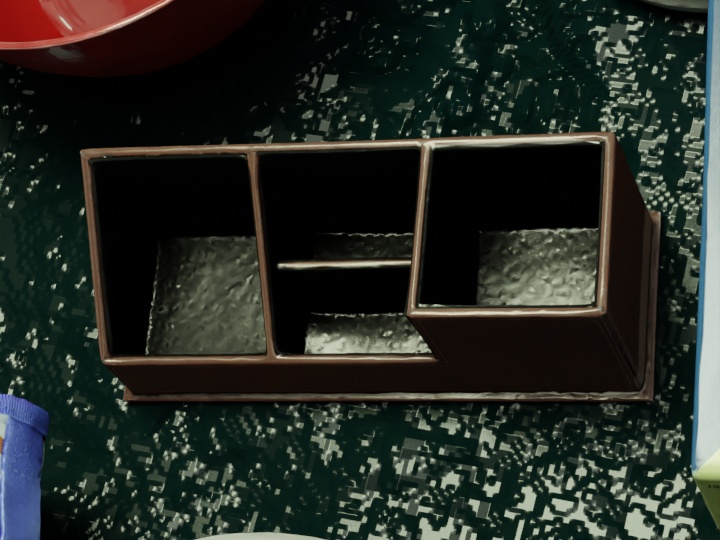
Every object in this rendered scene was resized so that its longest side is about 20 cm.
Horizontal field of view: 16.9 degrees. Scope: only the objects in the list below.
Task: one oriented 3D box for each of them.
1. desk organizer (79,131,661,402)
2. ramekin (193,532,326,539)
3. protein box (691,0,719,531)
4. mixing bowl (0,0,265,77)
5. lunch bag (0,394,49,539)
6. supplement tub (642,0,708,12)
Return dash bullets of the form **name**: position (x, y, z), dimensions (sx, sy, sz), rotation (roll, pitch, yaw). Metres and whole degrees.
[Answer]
- **desk organizer**: position (0.000, 0.000, 0.848), dimensions (0.198, 0.077, 0.072), rotation (-1, 68, 17)
- **ramekin**: position (-0.033, 0.188, 0.735), dimensions (0.201, 0.094, 0.204), rotation (4, 73, -13)
- **protein box**: position (0.181, -0.002, 0.722), dimensions (0.134, 0.200, 0.200), rotation (-1, 68, 17)
- **mixing bowl**: position (-0.095, -0.151, 0.923), dimensions (0.198, 0.108, 0.202), rotation (-6, 66, 14)
- **lunch bag**: position (-0.201, 0.131, 0.834), dimensions (0.198, 0.124, 0.171), rotation (-7, 65, 23)
- **supplement tub**: position (0.111, -0.191, 0.823), dimensions (0.139, 0.200, 0.141), rotation (-7, 66, 15)
